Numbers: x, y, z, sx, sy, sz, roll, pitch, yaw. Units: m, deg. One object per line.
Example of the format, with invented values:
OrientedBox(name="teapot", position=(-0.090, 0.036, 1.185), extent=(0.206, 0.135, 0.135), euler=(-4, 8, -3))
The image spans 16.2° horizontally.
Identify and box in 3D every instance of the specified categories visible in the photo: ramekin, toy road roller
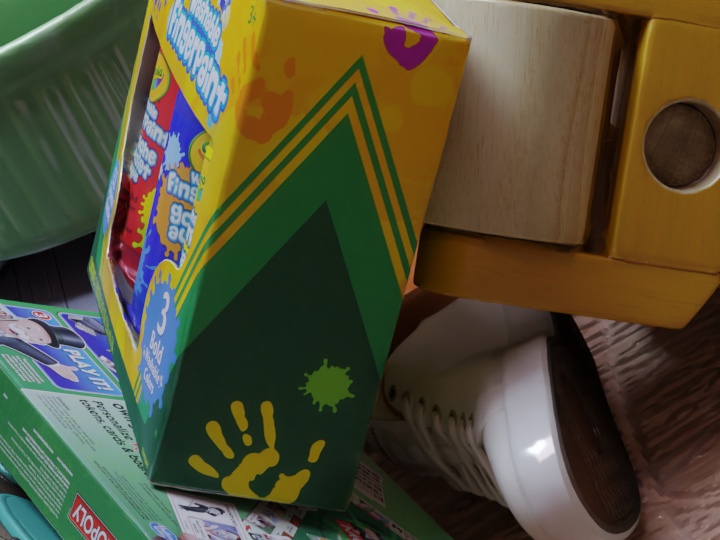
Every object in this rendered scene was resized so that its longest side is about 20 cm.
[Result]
OrientedBox(name="ramekin", position=(-0.141, -0.090, 1.156), extent=(0.200, 0.098, 0.200), euler=(-22, 24, 11))
OrientedBox(name="toy road roller", position=(0.101, -0.046, 0.912), extent=(0.200, 0.123, 0.146), euler=(8, 3, -15))

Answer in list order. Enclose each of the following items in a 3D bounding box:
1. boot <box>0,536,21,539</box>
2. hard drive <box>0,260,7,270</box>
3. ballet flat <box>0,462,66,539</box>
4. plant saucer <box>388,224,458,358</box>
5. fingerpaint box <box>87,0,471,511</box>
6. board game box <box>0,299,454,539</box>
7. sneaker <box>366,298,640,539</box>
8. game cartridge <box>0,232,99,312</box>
OrientedBox(name="boot", position=(-0.157, 0.117, 0.815), extent=(0.154, 0.073, 0.204), euler=(-42, 39, 26))
OrientedBox(name="hard drive", position=(-0.226, 0.004, 1.207), extent=(0.132, 0.026, 0.200), euler=(-14, 27, 29))
OrientedBox(name="ballet flat", position=(-0.120, 0.100, 0.882), extent=(0.068, 0.068, 0.200), euler=(-60, 29, 10))
OrientedBox(name="plant saucer", position=(0.000, 0.000, 1.071), extent=(0.200, 0.032, 0.200), euler=(-27, 18, 10))
OrientedBox(name="fingerpaint box", position=(-0.038, -0.036, 0.882), extent=(0.073, 0.167, 0.200), euler=(10, 18, -16))
OrientedBox(name="board game box", position=(-0.057, 0.068, 0.879), extent=(0.200, 0.134, 0.029), euler=(40, 114, 51))
OrientedBox(name="sneaker", position=(0.045, 0.061, 0.894), extent=(0.085, 0.073, 0.200), euler=(-28, 14, 7))
OrientedBox(name="game cartridge", position=(-0.169, 0.035, 1.156), extent=(0.130, 0.038, 0.200), euler=(-32, 24, 1))
